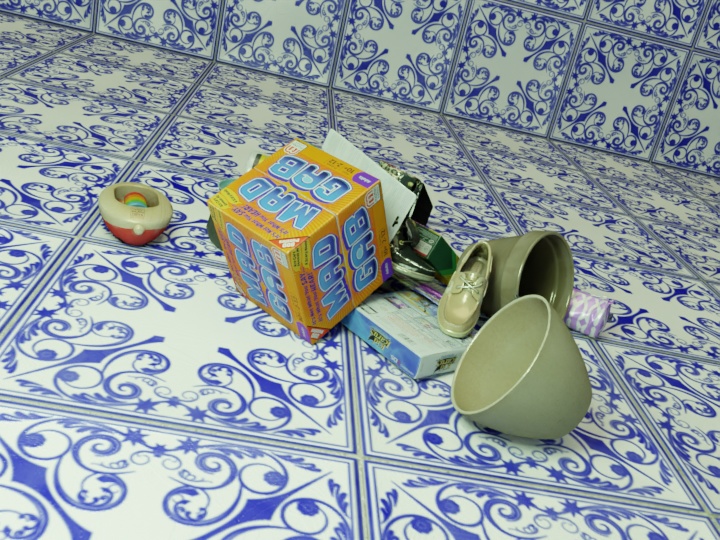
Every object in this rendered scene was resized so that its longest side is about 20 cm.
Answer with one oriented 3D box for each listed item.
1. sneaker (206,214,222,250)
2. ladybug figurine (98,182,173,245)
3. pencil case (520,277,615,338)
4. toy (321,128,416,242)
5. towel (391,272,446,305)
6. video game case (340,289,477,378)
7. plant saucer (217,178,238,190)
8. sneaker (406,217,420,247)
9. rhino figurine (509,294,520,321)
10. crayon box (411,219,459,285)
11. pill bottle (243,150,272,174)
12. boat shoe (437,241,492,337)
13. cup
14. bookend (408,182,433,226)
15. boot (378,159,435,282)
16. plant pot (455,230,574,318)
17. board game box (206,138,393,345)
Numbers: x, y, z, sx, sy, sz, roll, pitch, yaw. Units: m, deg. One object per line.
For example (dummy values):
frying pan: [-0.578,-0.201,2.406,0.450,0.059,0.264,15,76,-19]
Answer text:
sneaker: [-0.212,-0.061,1.485,0.199,0.081,0.086,38,19,29]
ladybug figurine: [-0.417,-0.102,1.436,0.133,0.073,0.200,7,23,-19]
pencil case: [0.399,0.061,1.536,0.197,0.087,0.084,23,22,21]
toy: [0.002,-0.139,1.331,0.199,0.116,0.047,39,26,17]
towel: [0.122,0.034,1.416,0.198,0.023,0.143,31,8,13]
video game case: [0.090,0.102,1.299,0.179,0.046,0.199,-5,29,-42]
plant saucer: [-0.184,-0.137,1.525,0.196,0.037,0.200,10,17,-3]
sneaker: [0.032,-0.098,1.460,0.200,0.085,0.074,46,10,30]
rhino figurine: [0.260,0.098,1.244,0.086,0.201,0.060,19,61,11]
crayon box: [0.098,-0.054,1.553,0.198,0.059,0.172,30,-7,32]
pill bottle: [-0.161,-0.192,1.749,0.196,0.116,0.115,14,22,0]
boat shoe: [0.181,0.028,1.315,0.071,0.066,0.201,19,46,13]
cup: [0.247,0.158,1.112,0.143,0.201,0.201,37,18,-14]
bookend: [0.046,-0.154,1.711,0.197,0.094,0.199,20,-5,14]
boot: [0.071,-0.086,1.353,0.202,0.156,0.073,34,12,28]
plant pot: [0.278,0.017,1.462,0.172,0.204,0.198,12,15,43]
board game box: [-0.091,-0.051,1.254,0.199,0.202,0.199,30,57,35]
